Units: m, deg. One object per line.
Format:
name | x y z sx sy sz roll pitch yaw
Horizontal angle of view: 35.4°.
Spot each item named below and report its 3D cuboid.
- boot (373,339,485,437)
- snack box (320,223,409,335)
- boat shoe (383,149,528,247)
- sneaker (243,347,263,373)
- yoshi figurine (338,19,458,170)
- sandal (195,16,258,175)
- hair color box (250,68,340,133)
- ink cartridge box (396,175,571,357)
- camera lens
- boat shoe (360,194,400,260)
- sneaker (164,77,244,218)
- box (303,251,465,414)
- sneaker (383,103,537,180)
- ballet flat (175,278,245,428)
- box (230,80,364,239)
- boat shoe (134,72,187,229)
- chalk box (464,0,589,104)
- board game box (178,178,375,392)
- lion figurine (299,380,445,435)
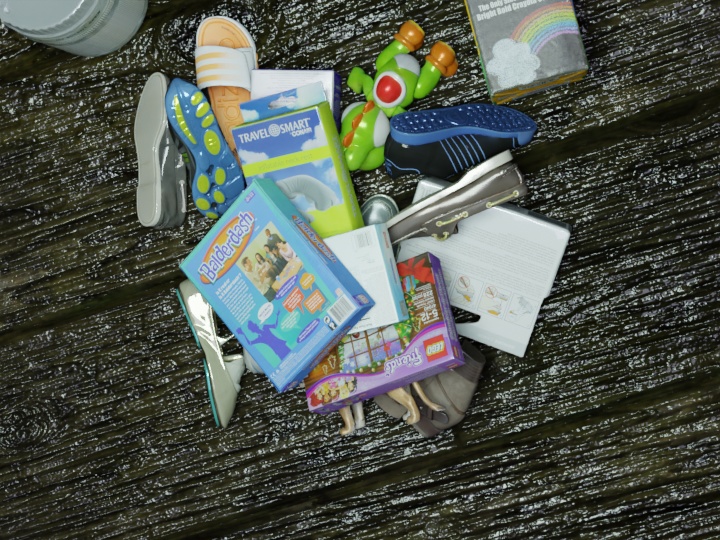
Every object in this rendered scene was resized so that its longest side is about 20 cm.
boot | 0.061 0.113 1.428 0.200 0.070 0.147 45 122 12
snack box | -0.049 0.025 1.345 0.199 0.037 0.117 -15 88 25
boat shoe | 0.106 -0.072 1.365 0.199 0.072 0.060 -30 93 12
sneaker | -0.129 0.032 1.458 0.072 0.072 0.202 -11 94 2
yoshi figurine | 0.032 -0.205 1.423 0.112 0.112 0.201 42 82 -36
sandal | -0.169 -0.226 1.451 0.078 0.059 0.209 -7 92 8
hair color box | -0.083 -0.153 1.442 0.108 0.065 0.202 2 93 8
ink cartridge box | 0.145 -0.006 1.431 0.198 0.044 0.175 20 109 7
camera lens | -0.362 -0.355 1.398 0.158 0.200 0.162 0 93 8
boat shoe | 0.000 0.000 1.441 0.072 0.062 0.201 22 96 6
sneaker | -0.198 -0.156 1.432 0.070 0.083 0.201 -19 124 -4
box | 0.017 0.077 1.357 0.199 0.039 0.138 -23 66 22
sneaker | 0.121 -0.156 1.401 0.198 0.070 0.078 -5 132 -18
ballet flat | -0.184 0.103 1.474 0.069 0.069 0.202 -16 91 8
box | -0.076 -0.115 1.370 0.121 0.048 0.202 -11 104 20
boat shoe | -0.256 -0.154 1.477 0.067 0.057 0.202 3 90 43
chalk box | 0.192 -0.318 1.366 0.124 0.124 0.202 -14 91 9
board game box | -0.100 0.016 1.321 0.152 0.045 0.200 -45 76 22
lion figurine | 0.009 0.135 1.410 0.199 0.072 0.124 -15 88 31
